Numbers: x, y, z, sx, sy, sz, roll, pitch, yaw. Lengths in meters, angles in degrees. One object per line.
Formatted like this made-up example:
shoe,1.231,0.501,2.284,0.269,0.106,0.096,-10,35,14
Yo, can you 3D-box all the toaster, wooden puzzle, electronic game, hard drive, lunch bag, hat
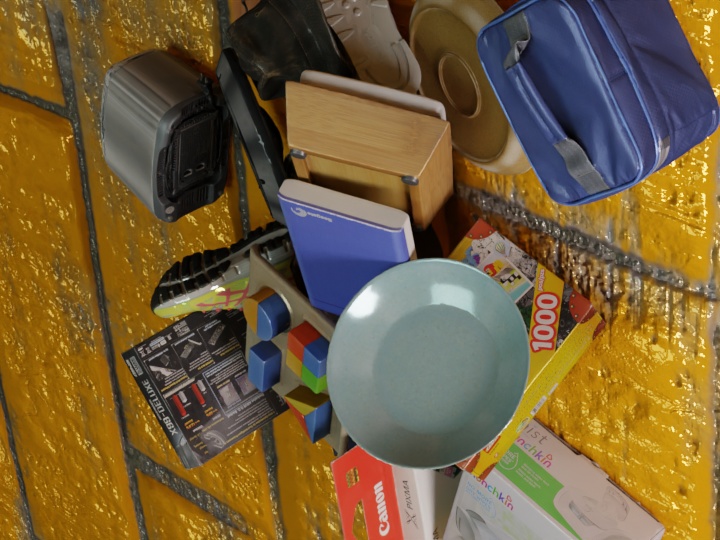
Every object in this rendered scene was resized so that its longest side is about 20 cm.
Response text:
toaster,-0.227,-0.165,1.923,0.129,0.113,0.201,38,141,29
wooden puzzle,-0.077,0.097,1.826,0.200,0.046,0.186,46,148,31
electronic game,-0.104,-0.138,1.746,0.200,0.041,0.201,158,90,-86
hard drive,-0.004,-0.008,1.656,0.131,0.025,0.200,17,152,19
lunch bag,0.193,-0.164,1.416,0.136,0.132,0.201,-22,98,53
hat,-0.083,-0.217,1.635,0.201,0.081,0.201,55,165,22

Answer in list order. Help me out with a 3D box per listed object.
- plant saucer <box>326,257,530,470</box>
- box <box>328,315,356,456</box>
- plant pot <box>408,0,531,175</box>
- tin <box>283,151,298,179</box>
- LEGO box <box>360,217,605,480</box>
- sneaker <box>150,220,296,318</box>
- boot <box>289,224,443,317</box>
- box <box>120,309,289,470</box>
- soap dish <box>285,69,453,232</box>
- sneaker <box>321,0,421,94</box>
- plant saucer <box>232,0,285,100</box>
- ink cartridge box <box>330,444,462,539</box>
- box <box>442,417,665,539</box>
plant saucer,0.066,0.090,1.572,0.201,0.201,0.039,39,179,24
box,-0.029,0.122,1.902,0.121,0.032,0.201,-106,9,-52
plant pot,0.101,-0.177,1.563,0.200,0.027,0.201,48,154,33
tin,-0.005,-0.074,1.792,0.199,0.042,0.113,25,136,36
LEGO box,0.117,0.077,1.622,0.149,0.200,0.077,38,179,24
sneaker,-0.144,0.020,1.917,0.078,0.199,0.091,-102,-10,-56
boot,0.000,0.000,1.758,0.186,0.064,0.201,46,142,26
box,-0.157,0.116,1.964,0.158,0.199,0.050,60,150,-3
soap dish,0.008,-0.110,1.599,0.156,0.082,0.200,14,165,8
sneaker,0.000,-0.238,1.629,0.081,0.076,0.201,83,170,-77
plant saucer,-0.068,-0.253,1.739,0.199,0.037,0.201,28,134,34
ink cartridge box,0.055,0.254,1.839,0.043,0.173,0.201,17,128,41
box,0.200,0.280,1.757,0.200,0.096,0.177,40,142,25
